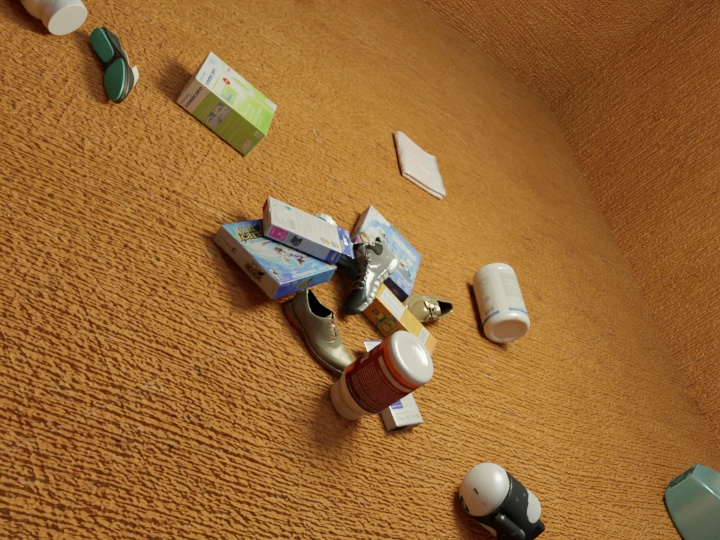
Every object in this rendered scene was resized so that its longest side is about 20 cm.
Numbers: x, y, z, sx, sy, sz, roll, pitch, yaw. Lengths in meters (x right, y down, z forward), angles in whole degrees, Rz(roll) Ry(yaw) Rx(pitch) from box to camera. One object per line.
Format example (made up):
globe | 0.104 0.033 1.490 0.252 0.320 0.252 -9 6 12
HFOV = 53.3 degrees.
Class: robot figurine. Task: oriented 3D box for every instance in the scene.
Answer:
robot figurine | 0.300 0.500 1.529 0.200 0.150 0.125 43 62 -16

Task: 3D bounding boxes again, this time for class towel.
towel | 0.191 -0.341 2.321 0.191 0.032 0.201 28 38 -34

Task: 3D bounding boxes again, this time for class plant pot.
plant pot | 1.071 0.730 2.247 0.200 0.196 0.195 51 30 17

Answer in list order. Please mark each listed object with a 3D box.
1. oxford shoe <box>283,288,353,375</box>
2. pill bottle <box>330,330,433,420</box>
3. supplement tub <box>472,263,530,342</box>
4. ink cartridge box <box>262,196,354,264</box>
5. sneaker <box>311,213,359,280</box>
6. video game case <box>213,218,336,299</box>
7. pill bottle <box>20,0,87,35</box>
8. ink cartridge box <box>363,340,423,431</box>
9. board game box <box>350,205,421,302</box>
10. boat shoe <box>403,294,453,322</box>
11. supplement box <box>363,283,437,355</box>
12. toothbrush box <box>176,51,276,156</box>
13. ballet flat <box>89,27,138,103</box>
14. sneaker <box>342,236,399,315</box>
oxford shoe | -0.072 0.127 1.462 0.200 0.075 0.070 50 31 -4
pill bottle | 0.036 0.211 1.397 0.113 0.200 0.113 33 36 -28
supplement tub | 0.402 0.093 2.061 0.132 0.132 0.201 29 39 -33
ink cartridge box | -0.112 -0.080 1.527 0.199 0.042 0.120 20 27 -21
sneaker | -0.062 -0.035 1.657 0.200 0.078 0.089 46 54 -22
video game case | -0.172 -0.034 1.477 0.181 0.046 0.200 42 28 18
pill bottle | -0.627 -0.569 1.407 0.200 0.112 0.112 55 31 4
ink cartridge box | 0.062 0.247 1.555 0.094 0.037 0.201 6 56 -49
board game box | 0.063 -0.044 1.842 0.200 0.043 0.199 44 32 -15
boat shoe | 0.169 0.094 1.796 0.200 0.064 0.072 -11 105 -57
supplement box | 0.087 0.127 1.680 0.200 0.066 0.069 47 35 -7
toothbrush box | -0.306 -0.386 1.667 0.200 0.086 0.146 36 34 -21
ballet flat | -0.495 -0.419 1.475 0.068 0.068 0.201 15 47 -57
sneaker | 0.000 0.000 1.622 0.200 0.075 0.116 -53 123 -33
